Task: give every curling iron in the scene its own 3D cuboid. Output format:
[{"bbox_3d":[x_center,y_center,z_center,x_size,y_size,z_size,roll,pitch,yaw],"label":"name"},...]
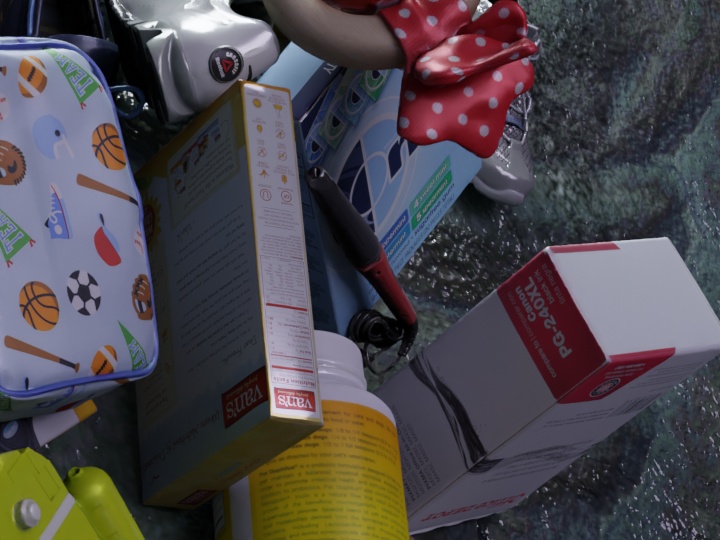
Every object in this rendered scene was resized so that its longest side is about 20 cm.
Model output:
[{"bbox_3d":[0.000,0.000,1.602,0.050,0.025,0.200,-53,151,-21],"label":"curling iron"}]

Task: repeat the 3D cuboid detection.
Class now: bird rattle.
[{"bbox_3d":[0.023,-0.162,1.528,0.113,0.162,0.201,80,16,-71],"label":"bird rattle"}]

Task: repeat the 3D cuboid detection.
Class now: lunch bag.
[{"bbox_3d":[-0.186,-0.025,1.383,0.160,0.075,0.201,-8,80,-52],"label":"lunch bag"}]

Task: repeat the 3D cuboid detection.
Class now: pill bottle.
[{"bbox_3d":[-0.028,0.138,1.519,0.109,0.109,0.201,24,49,-42],"label":"pill bottle"}]

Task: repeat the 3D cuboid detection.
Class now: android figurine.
[{"bbox_3d":[-0.163,0.172,1.345,0.201,0.041,0.182,63,35,-23],"label":"android figurine"}]

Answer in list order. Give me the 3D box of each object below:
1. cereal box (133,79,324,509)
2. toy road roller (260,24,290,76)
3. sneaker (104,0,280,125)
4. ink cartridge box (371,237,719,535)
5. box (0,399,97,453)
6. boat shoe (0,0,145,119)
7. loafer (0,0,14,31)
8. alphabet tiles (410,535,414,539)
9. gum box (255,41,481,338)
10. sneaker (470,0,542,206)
[{"bbox_3d":[-0.079,0.016,1.497,0.039,0.144,0.201,9,63,-32],"label":"cereal box"},{"bbox_3d":[-0.050,-0.215,1.679,0.200,0.123,0.147,37,74,-38],"label":"toy road roller"},{"bbox_3d":[-0.097,-0.138,1.583,0.200,0.088,0.074,-131,-157,-63],"label":"sneaker"},{"bbox_3d":[0.102,0.070,1.653,0.145,0.200,0.084,-5,61,-53],"label":"ink cartridge box"},{"bbox_3d":[-0.227,0.061,1.380,0.119,0.041,0.200,60,32,-3],"label":"box"},{"bbox_3d":[-0.174,-0.117,1.549,0.084,0.068,0.201,2,65,-51],"label":"boat shoe"},{"bbox_3d":[-0.233,-0.132,1.499,0.070,0.068,0.201,11,59,-1],"label":"loafer"},{"bbox_3d":[0.032,0.243,1.612,0.200,0.008,0.167,51,36,-14],"label":"alphabet tiles"},{"bbox_3d":[0.005,-0.081,1.629,0.170,0.044,0.201,-52,151,-30],"label":"gum box"},{"bbox_3d":[0.090,-0.142,1.895,0.075,0.082,0.201,14,56,-47],"label":"sneaker"}]
